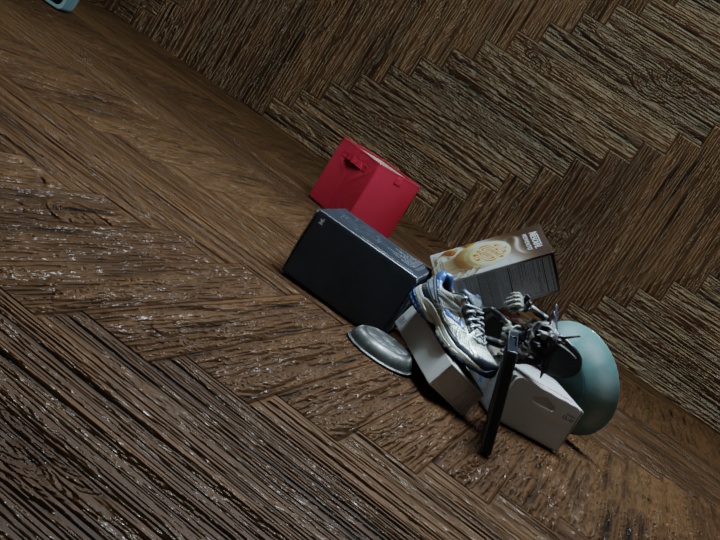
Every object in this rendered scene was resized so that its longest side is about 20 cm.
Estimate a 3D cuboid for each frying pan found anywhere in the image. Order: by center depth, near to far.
[{"bbox_3d":[0.062,0.132,1.617,0.188,0.031,0.115,26,13,-27],"label":"frying pan"}]

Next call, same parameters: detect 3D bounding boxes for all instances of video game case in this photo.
[{"bbox_3d":[0.199,0.170,1.520,0.019,0.145,0.200,15,6,7],"label":"video game case"}]

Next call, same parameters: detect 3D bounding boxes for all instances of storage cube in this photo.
[{"bbox_3d":[0.011,-0.200,2.721,0.199,0.181,0.171,24,12,-48],"label":"storage cube"}]

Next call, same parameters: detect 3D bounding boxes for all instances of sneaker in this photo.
[{"bbox_3d":[0.151,0.074,1.594,0.077,0.085,0.201,32,16,-53],"label":"sneaker"},{"bbox_3d":[0.282,0.109,1.826,0.199,0.068,0.108,25,12,-13],"label":"sneaker"}]

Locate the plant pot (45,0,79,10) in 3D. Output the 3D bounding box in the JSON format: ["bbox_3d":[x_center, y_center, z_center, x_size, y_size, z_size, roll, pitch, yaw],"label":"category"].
[{"bbox_3d":[-0.901,-0.895,3.198,0.194,0.198,0.200,33,1,0],"label":"plant pot"}]

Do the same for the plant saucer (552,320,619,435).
[{"bbox_3d":[0.359,0.191,1.864,0.038,0.204,0.200,-9,37,-43],"label":"plant saucer"}]

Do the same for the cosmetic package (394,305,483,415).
[{"bbox_3d":[0.118,0.132,1.630,0.083,0.051,0.200,46,7,-27],"label":"cosmetic package"}]

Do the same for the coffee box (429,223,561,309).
[{"bbox_3d":[0.224,0.004,1.790,0.115,0.197,0.081,-99,172,-63],"label":"coffee box"}]

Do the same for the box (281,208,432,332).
[{"bbox_3d":[0.000,0.000,1.773,0.199,0.125,0.196,35,7,8],"label":"box"}]

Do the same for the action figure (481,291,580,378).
[{"bbox_3d":[0.237,0.098,1.667,0.197,0.121,0.102,8,-7,26],"label":"action figure"}]

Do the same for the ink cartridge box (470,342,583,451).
[{"bbox_3d":[0.258,0.195,1.772,0.146,0.086,0.200,28,11,-18],"label":"ink cartridge box"}]

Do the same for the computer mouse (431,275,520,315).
[{"bbox_3d":[0.188,0.060,1.904,0.196,0.053,0.139,9,-31,11],"label":"computer mouse"}]
